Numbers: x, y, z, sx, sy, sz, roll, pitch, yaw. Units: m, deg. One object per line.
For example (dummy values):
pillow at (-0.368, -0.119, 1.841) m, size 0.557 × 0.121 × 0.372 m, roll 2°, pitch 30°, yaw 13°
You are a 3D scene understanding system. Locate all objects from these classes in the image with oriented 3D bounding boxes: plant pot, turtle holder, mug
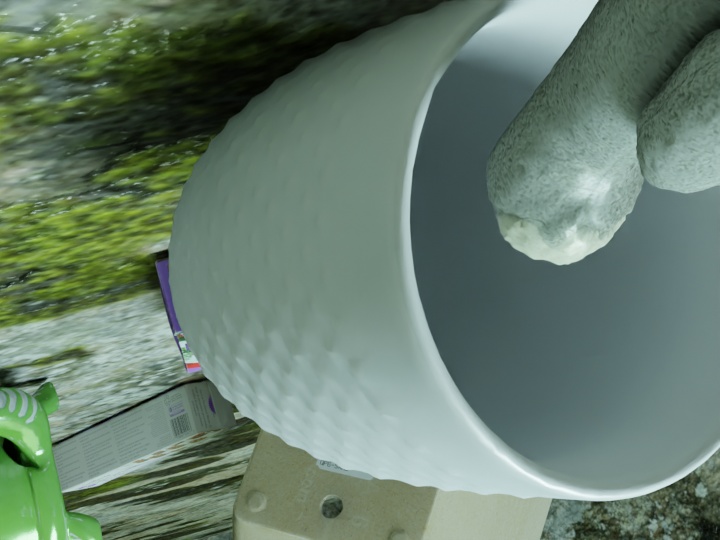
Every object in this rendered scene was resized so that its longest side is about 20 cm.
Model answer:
plant pot at (0.015, 0.154, 1.134) m, size 0.199 × 0.200 × 0.177 m, roll 12°, pitch 160°, yaw 21°
turtle holder at (-0.230, 0.144, 0.945) m, size 0.131 × 0.141 × 0.185 m, roll -11°, pitch 170°, yaw -21°
mug at (0.040, -0.011, 0.526) m, size 0.200 × 0.148 × 0.175 m, roll -19°, pitch -173°, yaw -34°

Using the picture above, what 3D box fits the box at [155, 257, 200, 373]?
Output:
box at (0.000, 0.000, 0.811) m, size 0.200 × 0.039 × 0.137 m, roll -15°, pitch 169°, yaw -7°

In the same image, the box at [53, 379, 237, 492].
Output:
box at (-0.171, 0.129, 1.238) m, size 0.039 × 0.042 × 0.200 m, roll -6°, pitch 165°, yaw -43°

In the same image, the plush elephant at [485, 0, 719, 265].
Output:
plush elephant at (0.151, -0.057, 0.353) m, size 0.165 × 0.155 × 0.200 m, roll -44°, pitch 171°, yaw -27°
